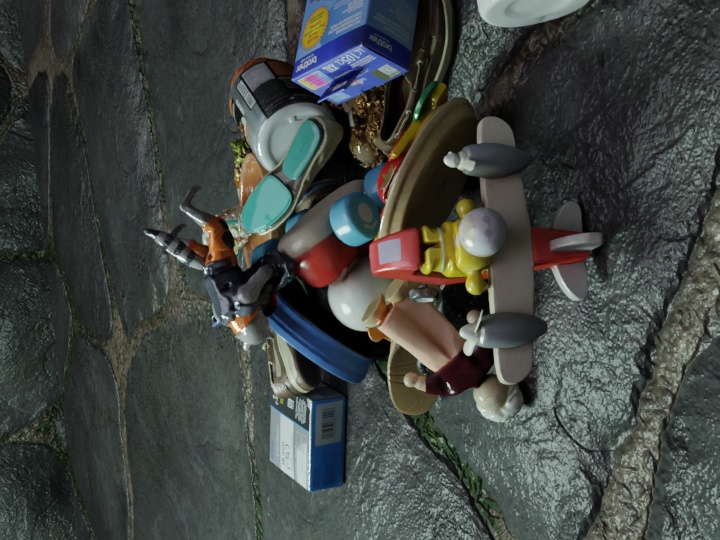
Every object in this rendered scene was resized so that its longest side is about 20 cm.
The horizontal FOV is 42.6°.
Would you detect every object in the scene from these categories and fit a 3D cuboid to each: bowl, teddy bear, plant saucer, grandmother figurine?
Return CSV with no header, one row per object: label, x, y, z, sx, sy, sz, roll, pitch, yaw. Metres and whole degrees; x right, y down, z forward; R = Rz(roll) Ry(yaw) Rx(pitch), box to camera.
bowl,-0.066,0.075,1.251,0.039,0.201,0.201,-52,41,4
teddy bear,0.008,-0.233,1.199,0.200,0.067,0.145,66,154,17
plant saucer,-0.143,-0.076,1.380,0.200,0.037,0.201,175,90,-72
grandmother figurine,0.095,0.095,1.002,0.121,0.200,0.061,-43,14,37

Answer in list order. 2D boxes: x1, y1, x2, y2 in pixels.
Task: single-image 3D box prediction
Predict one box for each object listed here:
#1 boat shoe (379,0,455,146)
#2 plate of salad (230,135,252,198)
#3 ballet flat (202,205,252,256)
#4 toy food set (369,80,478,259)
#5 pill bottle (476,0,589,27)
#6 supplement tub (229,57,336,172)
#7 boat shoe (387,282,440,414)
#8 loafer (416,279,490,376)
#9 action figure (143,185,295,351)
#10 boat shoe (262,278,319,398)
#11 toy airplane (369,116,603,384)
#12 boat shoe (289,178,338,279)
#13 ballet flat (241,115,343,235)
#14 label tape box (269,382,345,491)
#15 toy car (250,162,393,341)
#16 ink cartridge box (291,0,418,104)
boat shoe,0.060,-0.241,1.087,0.075,0.075,0.203,27,117,55
plate of salad,-0.171,-0.151,1.514,0.200,0.048,0.201,13,105,58
ballet flat,-0.212,-0.058,1.432,0.200,0.064,0.076,138,125,-68
toy food set,0.069,-0.100,1.005,0.049,0.198,0.200,28,163,19
pill bottle,0.152,-0.347,0.879,0.114,0.114,0.201,-19,79,58
supplement tub,-0.117,-0.225,1.326,0.200,0.122,0.123,-123,39,-52
boat shoe,0.073,0.079,1.139,0.065,0.071,0.201,-75,-10,-74
loafer,0.114,0.031,1.039,0.071,0.073,0.200,-89,24,-59
action figure,-0.180,0.018,1.144,0.194,0.105,0.200,53,137,8
boat shoe,-0.118,0.097,1.382,0.075,0.075,0.203,-32,47,25
toy airplane,0.132,-0.022,0.880,0.200,0.199,0.141,42,177,16
boat shoe,-0.065,-0.056,1.340,0.072,0.072,0.200,64,154,22
ballet flat,-0.086,-0.122,1.241,0.067,0.062,0.200,51,120,20
label tape box,-0.100,0.238,1.441,0.200,0.063,0.145,19,110,56
toy car,0.000,0.000,1.187,0.184,0.177,0.200,-26,104,38
ink cartridge box,-0.004,-0.283,1.070,0.136,0.076,0.200,-14,63,49
